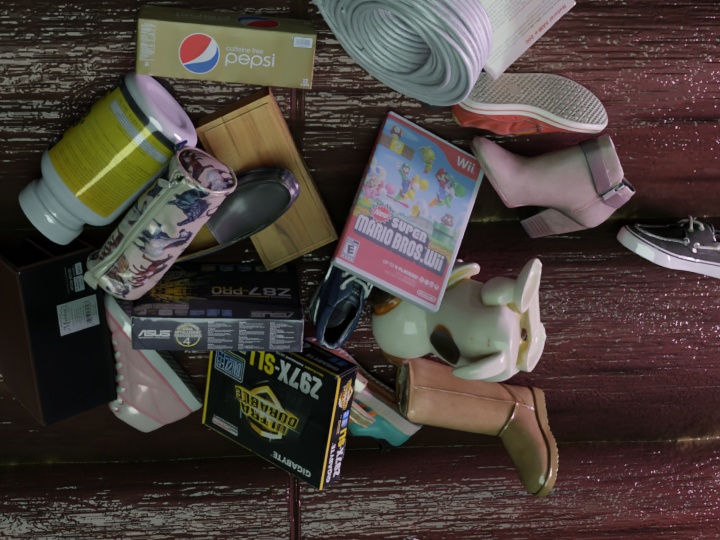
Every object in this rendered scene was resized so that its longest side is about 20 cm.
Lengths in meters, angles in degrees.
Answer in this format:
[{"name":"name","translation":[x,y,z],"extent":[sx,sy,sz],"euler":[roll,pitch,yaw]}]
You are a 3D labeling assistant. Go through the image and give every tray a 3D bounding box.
[{"name":"tray","translation":[-0.111,-0.107,1.428],"extent":[0.098,0.037,0.201],"euler":[-24,116,4]}]

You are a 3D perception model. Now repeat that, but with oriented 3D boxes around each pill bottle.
[{"name":"pill bottle","translation":[-0.290,-0.123,1.355],"extent":[0.200,0.112,0.112],"euler":[-40,114,11]}]

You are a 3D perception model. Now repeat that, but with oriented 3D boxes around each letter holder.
[{"name":"letter holder","translation":[-0.382,0.060,1.447],"extent":[0.100,0.142,0.202],"euler":[-19,118,-33]}]

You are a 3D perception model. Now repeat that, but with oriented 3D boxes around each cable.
[{"name":"cable","translation":[0.049,-0.268,1.294],"extent":[0.070,0.199,0.201],"euler":[-56,146,-20]}]

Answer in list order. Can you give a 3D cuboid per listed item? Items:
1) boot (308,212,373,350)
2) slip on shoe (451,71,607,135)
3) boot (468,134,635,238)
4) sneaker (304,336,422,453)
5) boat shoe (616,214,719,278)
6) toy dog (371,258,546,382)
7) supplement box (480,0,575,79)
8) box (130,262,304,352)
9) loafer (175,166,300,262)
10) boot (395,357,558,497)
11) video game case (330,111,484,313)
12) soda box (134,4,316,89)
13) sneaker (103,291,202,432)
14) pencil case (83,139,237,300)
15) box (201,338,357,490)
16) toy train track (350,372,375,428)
[{"name":"boot","translation":[0.000,0.000,1.459],"extent":[0.072,0.090,0.201],"euler":[20,108,-15]},{"name":"slip on shoe","translation":[0.199,-0.192,1.418],"extent":[0.198,0.075,0.061],"euler":[3,149,-15]},{"name":"boot","translation":[0.237,-0.121,1.436],"extent":[0.145,0.071,0.200],"euler":[-27,133,19]},{"name":"sneaker","translation":[-0.016,0.169,1.550],"extent":[0.199,0.072,0.080],"euler":[39,111,-16]},{"name":"boat shoe","translation":[0.418,-0.038,1.513],"extent":[0.198,0.071,0.064],"euler":[12,114,-21]},{"name":"toy dog","translation":[0.111,0.072,1.467],"extent":[0.198,0.195,0.140],"euler":[7,135,26]},{"name":"supplement box","translation":[0.127,-0.333,1.330],"extent":[0.126,0.074,0.200],"euler":[-41,113,12]},{"name":"box","translation":[-0.170,0.042,1.421],"extent":[0.198,0.162,0.050],"euler":[1,115,-7]},{"name":"loafer","translation":[-0.156,-0.056,1.390],"extent":[0.199,0.073,0.073],"euler":[-27,111,29]},{"name":"boot","translation":[0.146,0.201,1.537],"extent":[0.198,0.176,0.066],"euler":[14,128,-17]},{"name":"video game case","translation":[0.060,-0.069,1.411],"extent":[0.142,0.017,0.202],"euler":[26,71,-17]},{"name":"soda box","translation":[-0.151,-0.251,1.337],"extent":[0.198,0.068,0.065],"euler":[4,115,-9]},{"name":"sneaker","translation":[-0.290,0.123,1.490],"extent":[0.104,0.075,0.201],"euler":[-30,119,2]},{"name":"pencil case","translation":[-0.228,-0.051,1.336],"extent":[0.200,0.078,0.089],"euler":[-46,152,25]},{"name":"box","translation":[-0.103,0.156,1.480],"extent":[0.199,0.049,0.161],"euler":[24,116,29]},{"name":"toy train track","translation":[-0.057,0.189,1.525],"extent":[0.114,0.033,0.200],"euler":[40,134,-7]}]
